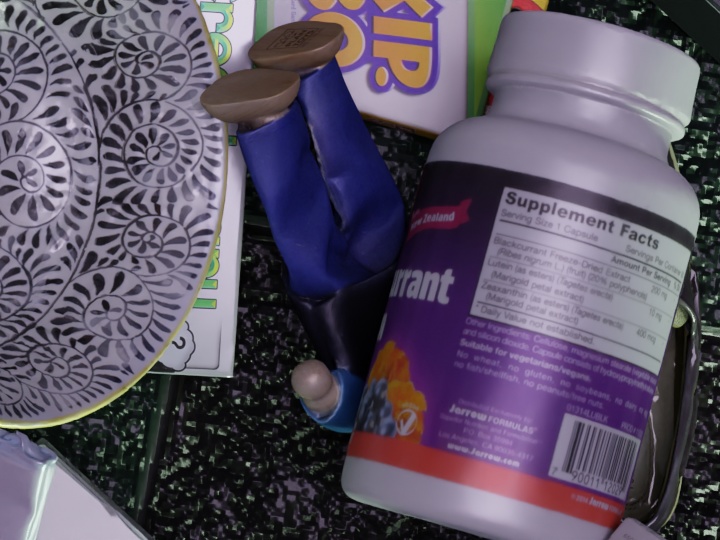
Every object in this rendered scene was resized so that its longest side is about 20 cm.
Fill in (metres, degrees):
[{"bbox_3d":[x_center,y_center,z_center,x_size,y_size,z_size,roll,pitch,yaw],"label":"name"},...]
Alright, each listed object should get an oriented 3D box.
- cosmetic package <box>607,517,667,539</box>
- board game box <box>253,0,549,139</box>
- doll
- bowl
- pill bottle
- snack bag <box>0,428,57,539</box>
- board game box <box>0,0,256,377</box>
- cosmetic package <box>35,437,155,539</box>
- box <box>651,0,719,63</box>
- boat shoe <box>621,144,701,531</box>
[{"bbox_3d":[0.126,0.195,1.039,0.085,0.200,0.108,33,77,34],"label":"cosmetic package"},{"bbox_3d":[-0.018,-0.120,1.109,0.199,0.030,0.096,15,89,-11],"label":"board game box"},{"bbox_3d":[0.000,0.000,1.071,0.137,0.048,0.201,-49,129,-46],"label":"doll"},{"bbox_3d":[-0.150,-0.045,0.990,0.200,0.094,0.202,-7,98,-50],"label":"bowl"},{"bbox_3d":[0.069,0.006,1.030,0.111,0.111,0.201,16,84,-8],"label":"pill bottle"},{"bbox_3d":[-0.205,0.123,0.964,0.188,0.021,0.201,20,107,23],"label":"snack bag"},{"bbox_3d":[-0.108,-0.059,1.073,0.125,0.035,0.201,2,99,-6],"label":"board game box"},{"bbox_3d":[-0.158,0.173,1.059,0.107,0.090,0.200,45,81,-4],"label":"cosmetic package"},{"bbox_3d":[0.174,-0.169,1.112,0.200,0.079,0.141,42,87,-6],"label":"box"},{"bbox_3d":[0.114,0.016,1.108,0.071,0.066,0.202,-2,91,-9],"label":"boat shoe"}]
